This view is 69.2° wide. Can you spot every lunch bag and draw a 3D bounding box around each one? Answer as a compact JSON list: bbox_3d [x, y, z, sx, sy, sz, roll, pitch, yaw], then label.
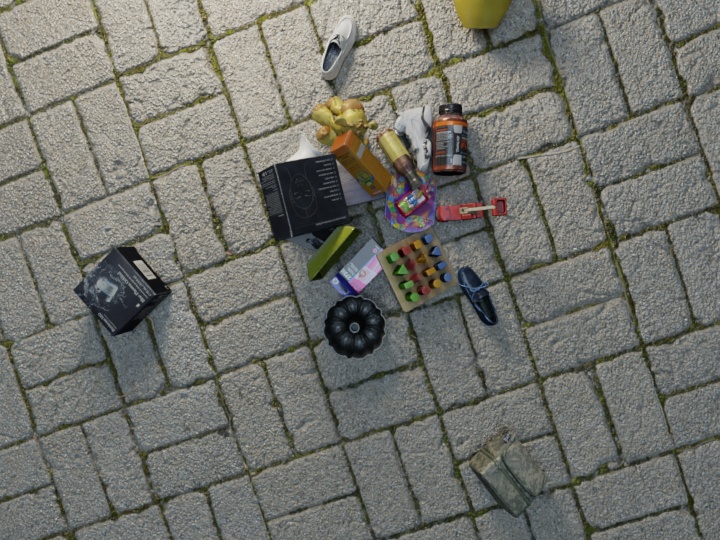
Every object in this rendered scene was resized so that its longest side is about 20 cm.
[{"bbox_3d":[0.454,0.611,1.591,0.167,0.139,0.201,-39,90,-11],"label":"lunch bag"}]

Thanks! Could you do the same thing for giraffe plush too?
[{"bbox_3d":[-0.037,-0.432,1.532,0.171,0.162,0.202,-29,94,-17],"label":"giraffe plush"}]

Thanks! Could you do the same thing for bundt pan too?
[{"bbox_3d":[-0.017,0.170,1.623,0.198,0.076,0.206,0,97,2],"label":"bundt pan"}]

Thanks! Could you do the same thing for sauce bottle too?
[{"bbox_3d":[0.120,-0.334,1.576,0.065,0.066,0.202,-31,77,5],"label":"sauce bottle"}]

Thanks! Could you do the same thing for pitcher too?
[{"bbox_3d":[-0.168,-0.284,1.597,0.170,0.121,0.202,30,84,2],"label":"pitcher"}]

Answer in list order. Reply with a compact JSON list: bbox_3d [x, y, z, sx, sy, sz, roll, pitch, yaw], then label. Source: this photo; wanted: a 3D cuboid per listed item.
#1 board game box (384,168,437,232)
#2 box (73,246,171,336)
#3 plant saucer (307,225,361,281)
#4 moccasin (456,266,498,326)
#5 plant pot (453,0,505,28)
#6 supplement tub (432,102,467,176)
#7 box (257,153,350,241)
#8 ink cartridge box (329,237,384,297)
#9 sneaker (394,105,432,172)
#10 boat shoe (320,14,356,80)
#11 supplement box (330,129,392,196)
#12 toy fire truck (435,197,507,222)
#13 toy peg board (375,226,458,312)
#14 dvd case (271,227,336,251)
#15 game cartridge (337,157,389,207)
[{"bbox_3d":[0.156,-0.220,1.588,0.155,0.039,0.204,6,80,-2],"label":"board game box"},{"bbox_3d":[-0.751,0.064,1.655,0.200,0.117,0.197,-42,89,6],"label":"box"},{"bbox_3d":[-0.085,-0.061,1.559,0.048,0.200,0.200,41,95,4],"label":"plant saucer"},{"bbox_3d":[0.369,0.074,1.593,0.080,0.068,0.201,-35,94,-8],"label":"moccasin"},{"bbox_3d":[0.354,-0.783,1.511,0.196,0.201,0.144,0,119,4],"label":"plant pot"},{"bbox_3d":[0.268,-0.391,1.563,0.105,0.107,0.204,1,93,4],"label":"supplement tub"},{"bbox_3d":[-0.156,-0.205,1.462,0.198,0.123,0.200,-18,96,-33],"label":"box"},{"bbox_3d":[0.000,0.000,1.639,0.095,0.037,0.200,45,97,0],"label":"ink cartridge box"},{"bbox_3d":[0.158,-0.400,1.588,0.113,0.075,0.204,2,88,5],"label":"sneaker"},{"bbox_3d":[-0.071,-0.686,1.591,0.071,0.069,0.202,30,95,2],"label":"boat shoe"},{"bbox_3d":[0.005,-0.307,1.514,0.200,0.066,0.070,40,52,-32],"label":"supplement box"},{"bbox_3d":[0.324,-0.177,1.552,0.196,0.141,0.050,-5,93,4],"label":"toy fire truck"},{"bbox_3d":[0.181,-0.007,1.574,0.197,0.098,0.202,-27,91,-7],"label":"toy peg board"},{"bbox_3d":[-0.153,-0.146,1.586,0.198,0.025,0.152,21,103,-31],"label":"dvd case"},{"bbox_3d":[-0.016,-0.266,1.591,0.197,0.038,0.132,-16,88,-21],"label":"game cartridge"}]
